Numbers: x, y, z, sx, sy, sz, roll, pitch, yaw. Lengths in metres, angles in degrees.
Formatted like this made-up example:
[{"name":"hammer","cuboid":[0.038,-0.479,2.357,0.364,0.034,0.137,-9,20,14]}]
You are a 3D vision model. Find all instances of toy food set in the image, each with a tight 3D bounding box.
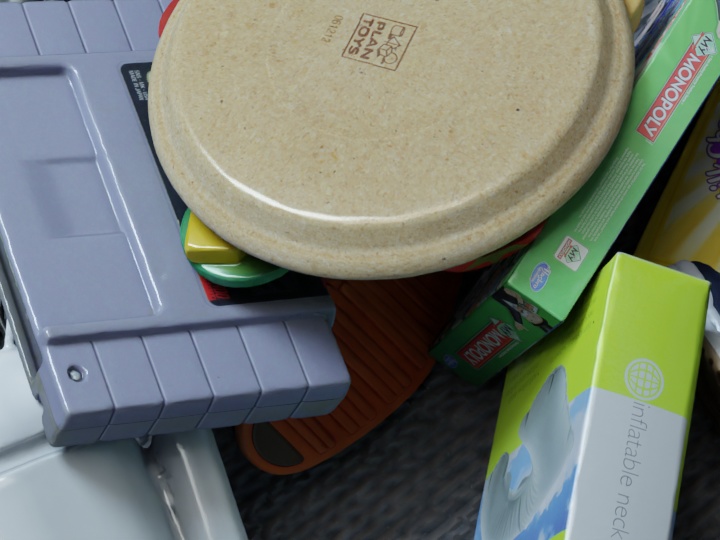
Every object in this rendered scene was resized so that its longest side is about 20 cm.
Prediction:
[{"name":"toy food set","cuboid":[0.010,-0.077,1.106,0.197,0.049,0.201,2,58,12]}]

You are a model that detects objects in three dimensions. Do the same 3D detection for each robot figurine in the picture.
[{"name":"robot figurine","cuboid":[-0.127,0.117,1.110,0.169,0.113,0.201,-24,82,-8]}]

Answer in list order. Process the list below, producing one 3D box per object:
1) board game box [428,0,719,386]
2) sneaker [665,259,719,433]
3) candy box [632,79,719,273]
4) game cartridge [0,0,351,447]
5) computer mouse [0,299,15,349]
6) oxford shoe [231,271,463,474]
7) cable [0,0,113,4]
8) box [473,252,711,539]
[{"name":"board game box","cuboid":[0.105,-0.051,1.151,0.029,0.135,0.200,35,73,-3]},{"name":"sneaker","cuboid":[0.204,0.053,1.093,0.108,0.070,0.200,-32,56,-5]},{"name":"candy box","cuboid":[0.198,-0.065,1.191,0.102,0.026,0.200,15,65,28]},{"name":"game cartridge","cuboid":[-0.090,-0.026,1.127,0.129,0.038,0.201,-8,58,-25]},{"name":"computer mouse","cuboid":[-0.204,0.070,1.227,0.199,0.053,0.139,0,63,6]},{"name":"oxford shoe","cuboid":[0.000,0.000,1.201,0.073,0.071,0.200,13,60,48]},{"name":"cable","cuboid":[-0.143,-0.093,1.212,0.097,0.050,0.201,23,69,5]},{"name":"box","cuboid":[0.078,0.108,1.069,0.047,0.122,0.201,19,63,-11]}]
